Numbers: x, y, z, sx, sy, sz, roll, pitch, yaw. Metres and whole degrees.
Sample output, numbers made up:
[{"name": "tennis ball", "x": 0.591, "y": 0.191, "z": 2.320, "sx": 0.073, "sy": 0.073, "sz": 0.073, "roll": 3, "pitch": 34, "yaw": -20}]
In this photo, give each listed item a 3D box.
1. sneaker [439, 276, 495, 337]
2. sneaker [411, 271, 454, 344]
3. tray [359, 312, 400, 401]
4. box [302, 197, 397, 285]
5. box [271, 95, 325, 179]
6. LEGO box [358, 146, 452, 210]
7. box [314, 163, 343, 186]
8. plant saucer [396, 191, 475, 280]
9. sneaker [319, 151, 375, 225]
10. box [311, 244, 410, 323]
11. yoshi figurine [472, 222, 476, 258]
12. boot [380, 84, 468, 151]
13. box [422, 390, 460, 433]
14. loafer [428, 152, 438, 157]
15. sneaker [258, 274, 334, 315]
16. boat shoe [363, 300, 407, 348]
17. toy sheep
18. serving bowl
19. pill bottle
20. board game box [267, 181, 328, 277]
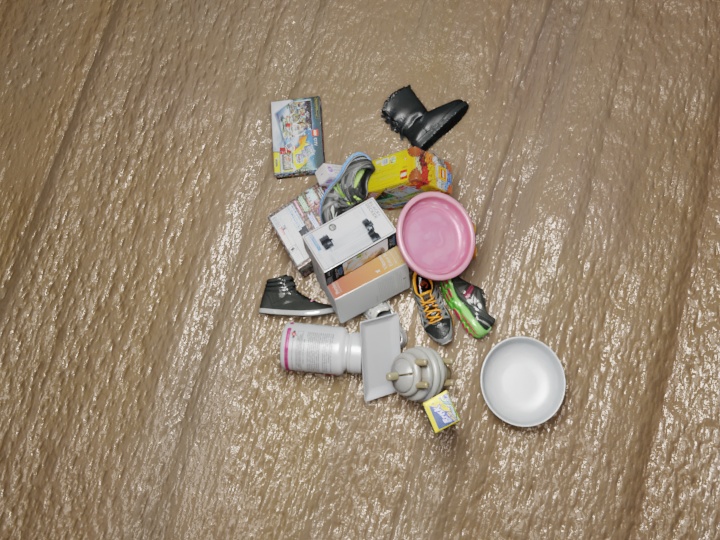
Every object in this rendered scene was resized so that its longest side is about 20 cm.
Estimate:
[{"name": "sneaker", "x": 0.257, "y": 0.064, "z": 1.606, "sx": 0.082, "sy": 0.077, "sz": 0.204, "roll": -26, "pitch": 80, "yaw": -18}, {"name": "sneaker", "x": 0.167, "y": 0.082, "z": 1.596, "sx": 0.076, "sy": 0.077, "sz": 0.205, "roll": -24, "pitch": 76, "yaw": 9}, {"name": "tray", "x": 0.046, "y": 0.202, "z": 1.557, "sx": 0.104, "sy": 0.022, "sz": 0.207, "roll": -12, "pitch": 110, "yaw": -23}, {"name": "box", "x": -0.024, "y": -0.070, "z": 1.525, "sx": 0.196, "sy": 0.061, "sz": 0.118, "roll": -28, "pitch": 62, "yaw": -12}, {"name": "box", "x": -0.164, "y": -0.351, "z": 1.742, "sx": 0.132, "sy": 0.038, "sz": 0.207, "roll": -5, "pitch": 78, "yaw": 5}, {"name": "LEGO box", "x": 0.100, "y": -0.217, "z": 1.587, "sx": 0.196, "sy": 0.147, "sz": 0.080, "roll": -11, "pitch": 74, "yaw": 42}, {"name": "box", "x": -0.027, "y": -0.231, "z": 1.632, "sx": 0.041, "sy": 0.197, "sz": 0.040, "roll": -38, "pitch": 68, "yaw": 35}, {"name": "plant saucer", "x": 0.168, "y": -0.076, "z": 1.520, "sx": 0.194, "sy": 0.051, "sz": 0.208, "roll": 4, "pitch": 78, "yaw": -18}, {"name": "sneaker", "x": -0.032, "y": -0.179, "z": 1.550, "sx": 0.083, "sy": 0.070, "sz": 0.203, "roll": 41, "pitch": 105, "yaw": 43}, {"name": "box", "x": 0.000, "y": 0.000, "z": 1.582, "sx": 0.196, "sy": 0.108, "sz": 0.154, "roll": -27, "pitch": 57, "yaw": -10}, {"name": "yoshi figurine", "x": 0.183, "y": -0.079, "z": 1.588, "sx": 0.193, "sy": 0.113, "sz": 0.116, "roll": 3, "pitch": 112, "yaw": -5}, {"name": "boot", "x": 0.162, "y": -0.415, "z": 1.708, "sx": 0.197, "sy": 0.073, "sz": 0.163, "roll": -40, "pitch": 74, "yaw": -3}, {"name": "box", "x": 0.180, "y": 0.321, "z": 1.486, "sx": 0.063, "sy": 0.200, "sz": 0.072, "roll": -25, "pitch": 76, "yaw": 0}, {"name": "loafer", "x": 0.169, "y": -0.199, "z": 1.653, "sx": 0.061, "sy": 0.071, "sz": 0.207, "roll": 2, "pitch": 79, "yaw": -29}, {"name": "sneaker", "x": -0.157, "y": 0.062, "z": 1.639, "sx": 0.193, "sy": 0.071, "sz": 0.103, "roll": 2, "pitch": 83, "yaw": 11}, {"name": "boat shoe", "x": 0.047, "y": 0.101, "z": 1.612, "sx": 0.070, "sy": 0.069, "sz": 0.201, "roll": -39, "pitch": 78, "yaw": -4}, {"name": "toy sheep", "x": 0.136, "y": 0.240, "z": 1.530, "sx": 0.136, "sy": 0.196, "sz": 0.143, "roll": -14, "pitch": 72, "yaw": 48}, {"name": "serving bowl", "x": 0.376, "y": 0.261, "z": 1.547, "sx": 0.193, "sy": 0.066, "sz": 0.207, "roll": -1, "pitch": 78, "yaw": 5}, {"name": "pill bottle", "x": -0.088, "y": 0.190, "z": 1.585, "sx": 0.193, "sy": 0.114, "sz": 0.117, "roll": 5, "pitch": 79, "yaw": 7}, {"name": "board game box", "x": -0.107, "y": -0.111, "z": 1.657, "sx": 0.197, "sy": 0.097, "sz": 0.162, "roll": -32, "pitch": 77, "yaw": -2}]
